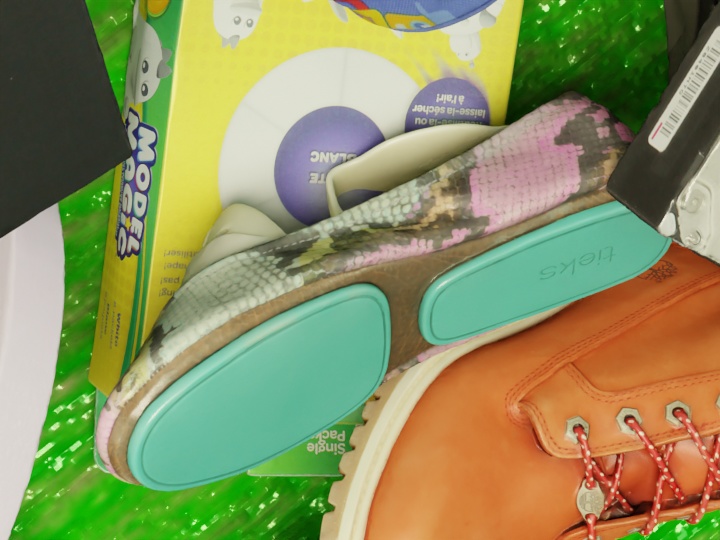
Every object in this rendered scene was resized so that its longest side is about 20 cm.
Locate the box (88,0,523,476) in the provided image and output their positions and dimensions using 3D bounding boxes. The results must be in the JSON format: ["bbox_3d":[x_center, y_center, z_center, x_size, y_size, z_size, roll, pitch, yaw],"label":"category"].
[{"bbox_3d":[-0.018,-0.027,0.834,0.117,0.048,0.201,2,106,-24],"label":"box"}]

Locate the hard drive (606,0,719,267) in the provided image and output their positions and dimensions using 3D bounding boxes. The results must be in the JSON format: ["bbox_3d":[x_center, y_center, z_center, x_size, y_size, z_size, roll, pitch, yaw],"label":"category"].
[{"bbox_3d":[0.185,-0.041,0.803,0.200,0.038,0.140,25,102,-36],"label":"hard drive"}]

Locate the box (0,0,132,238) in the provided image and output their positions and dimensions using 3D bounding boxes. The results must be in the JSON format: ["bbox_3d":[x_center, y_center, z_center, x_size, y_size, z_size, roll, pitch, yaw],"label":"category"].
[{"bbox_3d":[-0.147,-0.112,0.642,0.079,0.200,0.141,-33,151,-10],"label":"box"}]

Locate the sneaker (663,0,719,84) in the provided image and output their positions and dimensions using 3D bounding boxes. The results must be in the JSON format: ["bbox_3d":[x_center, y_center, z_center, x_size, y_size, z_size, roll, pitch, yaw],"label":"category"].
[{"bbox_3d":[0.157,-0.053,0.863,0.076,0.114,0.200,-20,115,-28],"label":"sneaker"}]

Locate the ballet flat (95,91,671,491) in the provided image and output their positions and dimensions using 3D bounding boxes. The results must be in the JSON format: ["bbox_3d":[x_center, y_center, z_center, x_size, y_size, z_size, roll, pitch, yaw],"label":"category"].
[{"bbox_3d":[0.000,0.000,0.786,0.200,0.071,0.069,-25,144,-21],"label":"ballet flat"}]

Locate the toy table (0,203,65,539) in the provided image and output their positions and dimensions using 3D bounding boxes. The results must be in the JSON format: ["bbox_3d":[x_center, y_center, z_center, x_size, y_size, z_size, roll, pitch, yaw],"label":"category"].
[{"bbox_3d":[-0.174,0.041,0.725,0.117,0.184,0.201,24,71,-42],"label":"toy table"}]

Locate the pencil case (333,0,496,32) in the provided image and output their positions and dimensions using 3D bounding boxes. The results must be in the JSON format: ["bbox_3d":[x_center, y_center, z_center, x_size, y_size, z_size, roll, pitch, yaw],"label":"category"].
[{"bbox_3d":[-0.030,-0.122,0.697,0.200,0.087,0.078,17,68,-54],"label":"pencil case"}]

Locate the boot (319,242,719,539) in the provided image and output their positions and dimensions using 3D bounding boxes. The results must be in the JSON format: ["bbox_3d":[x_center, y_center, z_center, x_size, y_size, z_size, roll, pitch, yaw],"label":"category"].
[{"bbox_3d":[0.073,0.054,0.822,0.200,0.107,0.075,-40,134,-35],"label":"boot"}]
